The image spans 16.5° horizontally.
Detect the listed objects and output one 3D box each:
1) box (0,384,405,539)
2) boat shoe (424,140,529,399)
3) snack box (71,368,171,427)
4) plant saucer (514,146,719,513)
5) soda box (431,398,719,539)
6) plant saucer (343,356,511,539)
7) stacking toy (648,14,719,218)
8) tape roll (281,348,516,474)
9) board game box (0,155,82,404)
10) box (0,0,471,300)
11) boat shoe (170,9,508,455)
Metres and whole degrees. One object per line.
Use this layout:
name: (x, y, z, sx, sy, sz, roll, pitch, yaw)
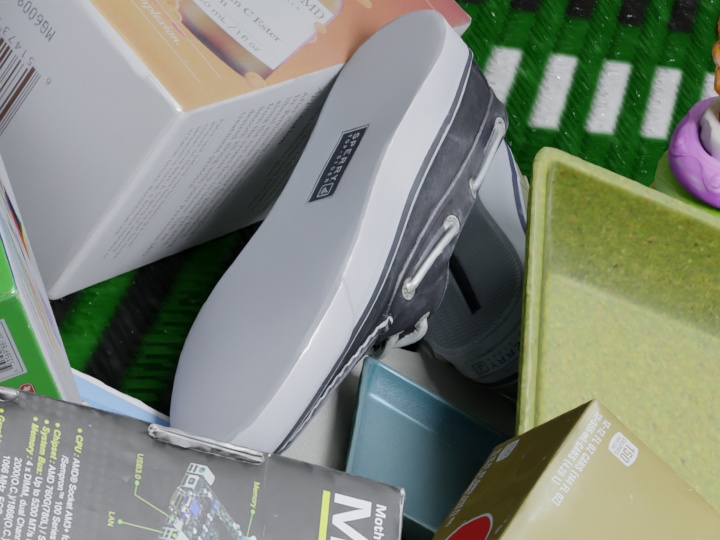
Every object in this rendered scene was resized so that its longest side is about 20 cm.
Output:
box: (-0.090, 0.130, 0.619, 0.192, 0.047, 0.201, 17, 64, -23)
boat shoe: (0.045, -0.007, 1.021, 0.062, 0.072, 0.200, 46, 16, -31)
snack box: (-0.154, 0.037, 0.818, 0.199, 0.024, 0.072, 28, 36, -17)
plant saucer: (0.130, 0.079, 0.902, 0.199, 0.048, 0.201, 21, 54, -22)
soda box: (0.028, 0.136, 0.739, 0.064, 0.068, 0.200, 42, 59, -8)
plant saucer: (0.077, 0.104, 0.907, 0.199, 0.019, 0.070, 30, 36, -15)
stacking toy: (0.153, -0.031, 0.988, 0.109, 0.201, 0.116, -1, 40, 1)
tape roll: (0.030, 0.114, 0.899, 0.202, 0.037, 0.204, 25, 37, -20)
board game box: (-0.130, -0.023, 0.763, 0.040, 0.153, 0.201, -19, 56, -5)
box: (-0.081, -0.099, 0.972, 0.152, 0.106, 0.200, 48, 35, 12)
boat shoe: (0.000, 0.000, 0.887, 0.068, 0.071, 0.201, 47, 50, -30)
